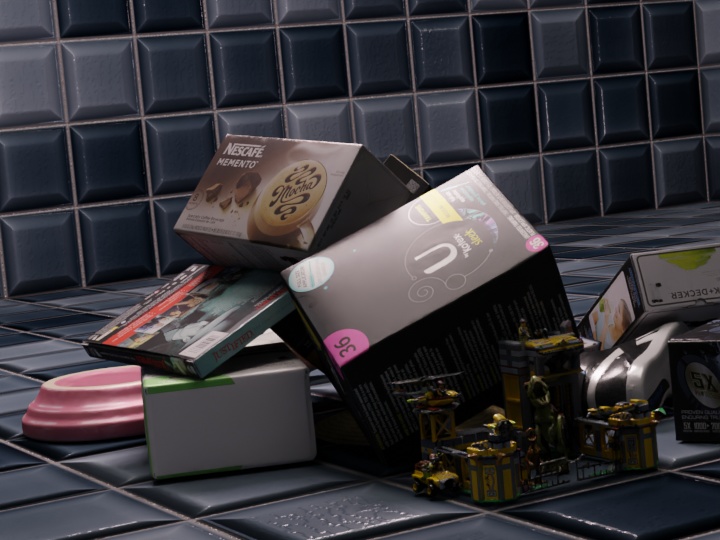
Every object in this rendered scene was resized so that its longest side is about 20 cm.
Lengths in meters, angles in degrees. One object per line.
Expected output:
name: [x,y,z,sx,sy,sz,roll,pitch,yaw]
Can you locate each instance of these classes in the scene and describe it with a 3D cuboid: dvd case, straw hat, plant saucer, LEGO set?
dvd case: [-0.147,0.042,1.552,0.146,0.022,0.199,-37,22,-31]
straw hat: [0.039,0.102,1.597,0.198,0.086,0.201,-5,4,0]
plant saucer: [-0.252,0.133,1.774,0.198,0.052,0.201,-5,6,0]
LEGO set: [0.130,0.100,1.329,0.198,0.117,0.154,-8,5,-20]

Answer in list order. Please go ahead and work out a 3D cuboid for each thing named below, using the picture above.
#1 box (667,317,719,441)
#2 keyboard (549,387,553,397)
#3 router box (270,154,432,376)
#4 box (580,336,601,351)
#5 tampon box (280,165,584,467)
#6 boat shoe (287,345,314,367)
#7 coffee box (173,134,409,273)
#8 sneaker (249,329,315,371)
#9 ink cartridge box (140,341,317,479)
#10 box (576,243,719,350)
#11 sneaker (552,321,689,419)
box: [0.373,0.083,1.448,0.162,0.087,0.199,-3,6,34]
keyboard: [0.168,0.115,1.704,0.126,0.021,0.199,-2,1,-35]
router box: [0.000,0.000,1.658,0.052,0.201,0.157,39,-2,18]
box: [0.128,0.064,1.685,0.198,0.035,0.110,16,8,21]
tampon box: [0.060,0.036,1.450,0.199,0.127,0.150,-29,38,-7]
boat shoe: [0.005,0.101,1.755,0.198,0.067,0.074,0,-3,29]
coffee box: [-0.065,-0.054,1.575,0.199,0.114,0.080,10,-24,48]
sneaker: [-0.095,0.100,1.926,0.198,0.077,0.092,-16,16,-17]
ink cartridge box: [-0.124,0.123,1.547,0.144,0.085,0.200,-7,5,-8]
box: [0.296,0.042,1.689,0.115,0.061,0.200,-7,-21,-11]
sneaker: [0.236,0.090,1.586,0.111,0.074,0.200,-2,7,25]
